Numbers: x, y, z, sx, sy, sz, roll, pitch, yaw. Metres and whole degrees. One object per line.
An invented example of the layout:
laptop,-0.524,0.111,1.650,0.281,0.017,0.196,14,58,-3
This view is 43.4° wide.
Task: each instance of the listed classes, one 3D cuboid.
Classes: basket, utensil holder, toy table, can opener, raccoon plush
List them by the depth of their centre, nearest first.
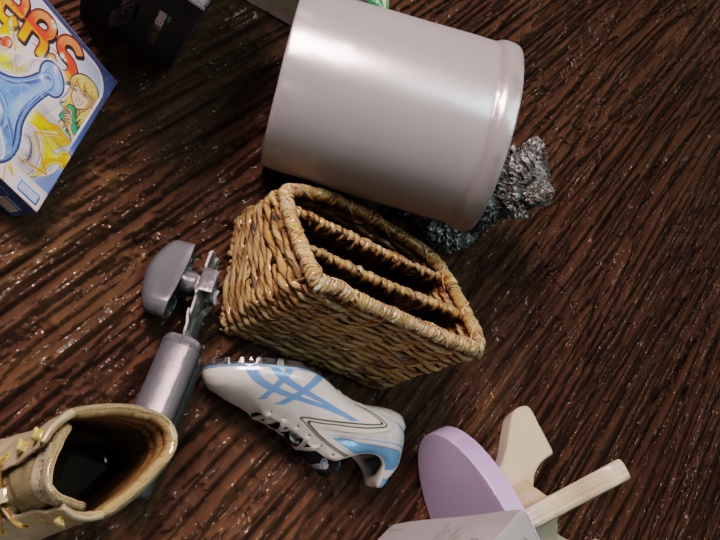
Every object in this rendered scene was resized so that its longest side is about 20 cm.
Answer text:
can opener,-0.156,0.068,0.695,0.066,0.054,0.203,17,58,1
basket,0.000,0.000,0.780,0.198,0.148,0.146,24,59,-31
utensil holder,0.024,-0.145,0.801,0.196,0.171,0.173,16,60,-6
toy table,0.149,0.222,0.816,0.115,0.183,0.204,-16,80,-30
raccoon plush,0.105,-0.076,0.910,0.198,0.133,0.099,-16,85,-43

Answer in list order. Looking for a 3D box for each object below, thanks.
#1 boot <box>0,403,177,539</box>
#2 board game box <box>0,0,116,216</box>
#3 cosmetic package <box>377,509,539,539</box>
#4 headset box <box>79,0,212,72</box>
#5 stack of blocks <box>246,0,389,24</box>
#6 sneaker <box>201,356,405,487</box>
boot,-0.219,0.135,0.529,0.198,0.154,0.074,-11,80,-43
board game box,-0.272,-0.156,0.631,0.201,0.034,0.137,52,47,-41
cosmetic package,0.071,0.324,0.705,0.166,0.165,0.203,-31,95,-43
headset box,-0.134,-0.271,0.711,0.092,0.174,0.203,31,78,-16
stack of blocks,-0.062,-0.313,0.907,0.198,0.058,0.118,22,60,-34
sneaker,-0.044,0.124,0.749,0.198,0.071,0.074,28,65,-27
